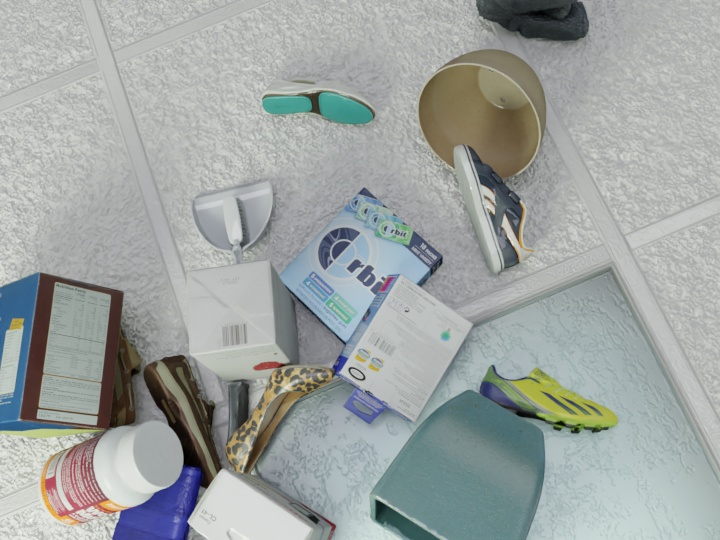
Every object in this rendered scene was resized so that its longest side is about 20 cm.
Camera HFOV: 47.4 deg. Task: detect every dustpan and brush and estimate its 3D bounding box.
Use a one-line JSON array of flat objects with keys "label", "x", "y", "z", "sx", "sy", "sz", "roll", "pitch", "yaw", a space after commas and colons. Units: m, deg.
[{"label": "dustpan and brush", "x": -0.196, "y": -0.051, "z": 1.297, "sx": 0.138, "sy": 0.057, "sz": 0.202, "roll": -13, "pitch": 72, "yaw": 2}]

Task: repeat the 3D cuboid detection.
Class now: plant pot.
[{"label": "plant pot", "x": 0.205, "y": -0.259, "z": 1.269, "sx": 0.199, "sy": 0.201, "sz": 0.135, "roll": 26, "pitch": 50, "yaw": 13}, {"label": "plant pot", "x": 0.143, "y": 0.281, "z": 1.097, "sx": 0.194, "sy": 0.197, "sz": 0.201, "roll": 28, "pitch": 68, "yaw": 13}]

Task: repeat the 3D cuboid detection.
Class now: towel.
[{"label": "towel", "x": -0.293, "y": 0.373, "z": 1.164, "sx": 0.147, "sy": 0.049, "sz": 0.202, "roll": -2, "pitch": 69, "yaw": 40}]

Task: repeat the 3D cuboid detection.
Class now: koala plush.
[{"label": "koala plush", "x": 0.289, "y": -0.504, "z": 1.336, "sx": 0.182, "sy": 0.177, "sz": 0.202, "roll": 7, "pitch": 77, "yaw": 19}]

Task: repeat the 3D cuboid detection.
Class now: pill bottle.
[{"label": "pill bottle", "x": -0.348, "y": 0.281, "z": 1.143, "sx": 0.199, "sy": 0.109, "sz": 0.111, "roll": -24, "pitch": 69, "yaw": 29}]

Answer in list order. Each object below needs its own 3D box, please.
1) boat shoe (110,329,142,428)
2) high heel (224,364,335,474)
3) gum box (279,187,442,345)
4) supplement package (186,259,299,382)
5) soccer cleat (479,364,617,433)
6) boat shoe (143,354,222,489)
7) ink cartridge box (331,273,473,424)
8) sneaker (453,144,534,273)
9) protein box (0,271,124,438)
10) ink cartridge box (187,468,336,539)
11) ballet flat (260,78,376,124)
[{"label": "boat shoe", "x": -0.375, "y": 0.146, "z": 1.256, "sx": 0.073, "sy": 0.076, "sz": 0.202, "roll": 7, "pitch": 63, "yaw": -26}, {"label": "high heel", "x": -0.112, "y": 0.217, "z": 1.178, "sx": 0.198, "sy": 0.071, "sz": 0.144, "roll": -19, "pitch": 63, "yaw": 30}, {"label": "gum box", "x": 0.000, "y": 0.000, "z": 1.269, "sx": 0.170, "sy": 0.045, "sz": 0.200, "roll": 41, "pitch": 82, "yaw": 15}, {"label": "supplement package", "x": -0.163, "y": 0.079, "z": 1.179, "sx": 0.120, "sy": 0.200, "sz": 0.121, "roll": -8, "pitch": 71, "yaw": 3}, {"label": "soccer cleat", "x": 0.270, "y": 0.182, "z": 1.174, "sx": 0.198, "sy": 0.065, "sz": 0.085, "roll": 10, "pitch": 71, "yaw": 9}, {"label": "boat shoe", "x": -0.243, "y": 0.217, "z": 1.212, "sx": 0.074, "sy": 0.075, "sz": 0.204, "roll": -24, "pitch": 87, "yaw": -39}, {"label": "ink cartridge box", "x": 0.050, "y": 0.124, "z": 1.184, "sx": 0.136, "sy": 0.076, "sz": 0.201, "roll": 34, "pitch": 79, "yaw": -8}, {"label": "sneaker", "x": 0.204, "y": -0.103, "z": 1.256, "sx": 0.079, "sy": 0.078, "sz": 0.202, "roll": -19, "pitch": 92, "yaw": -3}, {"label": "protein box", "x": -0.460, "y": 0.129, "z": 1.183, "sx": 0.197, "sy": 0.134, "sz": 0.202, "roll": -14, "pitch": 67, "yaw": 41}, {"label": "ink cartridge box", "x": -0.123, "y": 0.340, "z": 1.093, "sx": 0.147, "sy": 0.200, "sz": 0.086, "roll": 29, "pitch": 78, "yaw": 13}, {"label": "ballet flat", "x": -0.067, "y": -0.290, "z": 1.362, "sx": 0.197, "sy": 0.070, "sz": 0.070, "roll": 7, "pitch": 73, "yaw": 9}]
